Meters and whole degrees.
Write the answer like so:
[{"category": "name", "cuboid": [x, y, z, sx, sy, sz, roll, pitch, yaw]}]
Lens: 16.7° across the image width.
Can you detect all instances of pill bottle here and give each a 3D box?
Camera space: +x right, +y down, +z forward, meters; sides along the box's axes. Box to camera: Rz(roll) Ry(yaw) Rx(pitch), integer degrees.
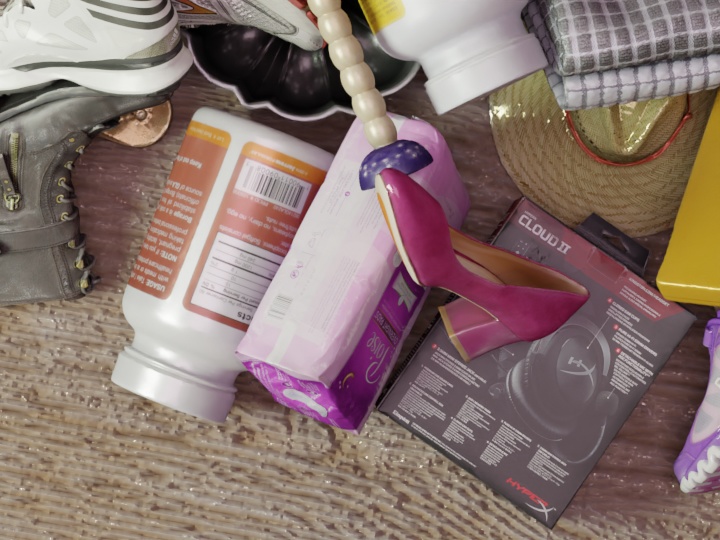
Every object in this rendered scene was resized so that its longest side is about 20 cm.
[{"category": "pill bottle", "cuboid": [0.045, -0.208, 1.614, 0.112, 0.112, 0.200, -25, 91, -1]}, {"category": "pill bottle", "cuboid": [-0.096, -0.003, 1.688, 0.112, 0.112, 0.200, 22, 90, -1]}]

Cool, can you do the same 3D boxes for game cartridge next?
[{"category": "game cartridge", "cuboid": [0.307, -0.060, 1.641, 0.176, 0.032, 0.200, 7, 64, 30]}]

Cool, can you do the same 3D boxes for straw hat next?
[{"category": "straw hat", "cuboid": [0.186, -0.123, 1.705, 0.201, 0.085, 0.201, 0, 90, -2]}]

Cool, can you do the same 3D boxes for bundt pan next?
[{"category": "bundt pan", "cuboid": [-0.035, -0.200, 1.706, 0.202, 0.076, 0.202, 0, 89, -1]}]

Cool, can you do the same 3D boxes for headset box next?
[{"category": "headset box", "cuboid": [0.126, 0.055, 1.710, 0.149, 0.077, 0.200, 34, 89, -1]}]

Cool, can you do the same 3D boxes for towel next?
[{"category": "towel", "cuboid": [0.189, -0.208, 1.657, 0.166, 0.086, 0.200, -12, 53, -5]}]

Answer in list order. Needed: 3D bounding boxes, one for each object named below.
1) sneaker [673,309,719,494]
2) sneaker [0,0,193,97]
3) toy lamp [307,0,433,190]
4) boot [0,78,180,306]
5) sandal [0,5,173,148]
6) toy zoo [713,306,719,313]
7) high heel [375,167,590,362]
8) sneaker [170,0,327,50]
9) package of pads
[{"category": "sneaker", "cuboid": [0.266, 0.072, 1.686, 0.080, 0.200, 0.088, -12, 54, -36]}, {"category": "sneaker", "cuboid": [-0.211, -0.178, 1.598, 0.200, 0.076, 0.115, 3, 129, 21]}, {"category": "toy lamp", "cuboid": [-0.015, -0.152, 1.582, 0.058, 0.058, 0.200, -21, 96, -1]}, {"category": "boot", "cuboid": [-0.207, -0.059, 1.688, 0.200, 0.069, 0.174, -10, 121, 3]}, {"category": "sandal", "cuboid": [-0.233, -0.139, 1.706, 0.212, 0.070, 0.078, 18, 90, -1]}, {"category": "toy zoo", "cuboid": [0.345, 0.025, 1.678, 0.200, 0.020, 0.131, -22, 101, 34]}, {"category": "high heel", "cuboid": [0.079, -0.015, 1.590, 0.096, 0.067, 0.200, -26, 134, 6]}, {"category": "sneaker", "cuboid": [-0.113, -0.192, 1.640, 0.200, 0.078, 0.082, 23, 113, -3]}, {"category": "package of pads", "cuboid": [0.000, 0.000, 1.662, 0.076, 0.121, 0.200, 21, 75, 23]}]
